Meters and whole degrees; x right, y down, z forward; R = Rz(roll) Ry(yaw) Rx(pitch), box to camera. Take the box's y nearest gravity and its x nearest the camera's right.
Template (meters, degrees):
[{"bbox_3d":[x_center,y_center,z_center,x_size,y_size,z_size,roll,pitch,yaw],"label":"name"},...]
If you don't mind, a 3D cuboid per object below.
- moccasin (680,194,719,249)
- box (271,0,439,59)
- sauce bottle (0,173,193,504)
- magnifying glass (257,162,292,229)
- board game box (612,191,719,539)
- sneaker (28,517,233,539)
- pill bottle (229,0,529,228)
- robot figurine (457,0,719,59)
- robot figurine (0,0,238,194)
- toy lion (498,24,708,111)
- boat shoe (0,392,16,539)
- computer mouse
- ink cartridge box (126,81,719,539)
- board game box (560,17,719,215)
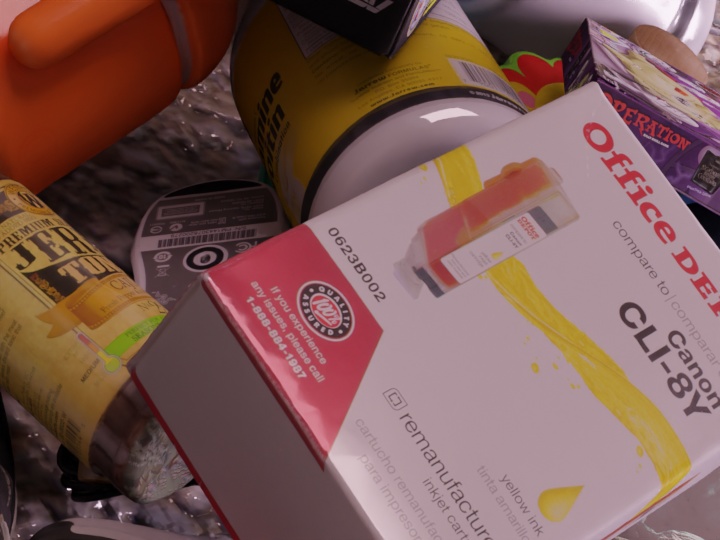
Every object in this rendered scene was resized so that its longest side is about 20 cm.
[{"bbox_3d":[0.082,0.034,0.926,0.199,0.081,0.068,-28,74,-16],"label":"moccasin"},{"bbox_3d":[-0.047,-0.174,0.961,0.199,0.044,0.160,27,27,4],"label":"box"},{"bbox_3d":[-0.134,0.005,0.868,0.200,0.065,0.065,39,38,21],"label":"sauce bottle"},{"bbox_3d":[0.000,0.000,1.032,0.079,0.022,0.201,-15,52,5],"label":"magnifying glass"},{"bbox_3d":[0.123,0.053,0.980,0.135,0.028,0.201,30,65,10],"label":"board game box"},{"bbox_3d":[-0.034,0.126,0.852,0.199,0.076,0.116,25,26,-14],"label":"sneaker"},{"bbox_3d":[0.006,-0.072,0.994,0.111,0.113,0.200,7,32,-25],"label":"pill bottle"},{"bbox_3d":[0.114,-0.161,1.219,0.199,0.169,0.114,29,73,-39],"label":"robot figurine"},{"bbox_3d":[-0.137,-0.105,0.987,0.199,0.144,0.117,-35,64,-20],"label":"robot figurine"},{"bbox_3d":[0.146,-0.034,1.114,0.200,0.069,0.192,43,32,8],"label":"toy lion"},{"bbox_3d":[-0.154,0.077,0.828,0.071,0.068,0.201,13,34,-15],"label":"boat shoe"},{"bbox_3d":[-0.061,0.031,0.948,0.109,0.044,0.201,-6,35,8],"label":"computer mouse"},{"bbox_3d":[0.042,0.038,0.813,0.199,0.083,0.146,-27,77,-36],"label":"ink cartridge box"},{"bbox_3d":[0.147,-0.062,1.015,0.120,0.032,0.200,33,14,-5],"label":"board game box"}]
